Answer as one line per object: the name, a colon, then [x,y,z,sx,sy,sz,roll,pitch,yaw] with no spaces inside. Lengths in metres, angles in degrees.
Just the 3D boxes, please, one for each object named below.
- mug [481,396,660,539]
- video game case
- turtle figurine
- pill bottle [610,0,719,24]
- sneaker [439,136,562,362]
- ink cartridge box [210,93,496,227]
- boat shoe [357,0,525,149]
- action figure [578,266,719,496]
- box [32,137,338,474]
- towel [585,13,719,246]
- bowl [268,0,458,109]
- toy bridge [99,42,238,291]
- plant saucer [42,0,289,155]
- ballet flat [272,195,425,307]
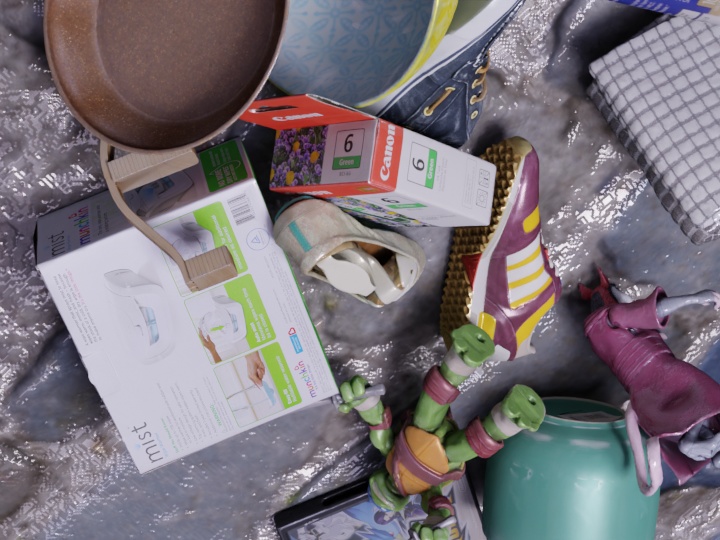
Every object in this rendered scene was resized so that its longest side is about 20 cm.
mug: [0.187,0.173,1.172,0.150,0.185,0.116,6,99,13]
video game case: [0.035,0.276,1.242,0.179,0.026,0.202,-21,118,-3]
turtle figurine: [0.040,0.146,1.077,0.198,0.145,0.194,18,128,-34]
pill bottle: [0.185,-0.256,0.968,0.197,0.120,0.121,11,113,-4]
sneaker: [0.128,-0.017,1.106,0.089,0.075,0.202,1,121,-21]
ink cartridge box: [-0.005,-0.075,0.974,0.199,0.108,0.051,15,80,-44]
boat shoe: [0.073,-0.156,0.999,0.090,0.071,0.200,27,136,-30]
action figure: [0.235,0.087,1.118,0.148,0.201,0.135,-27,149,-17]
box: [-0.134,0.030,1.045,0.175,0.097,0.202,-22,118,-2]
towel: [0.298,-0.134,1.036,0.199,0.167,0.086,-29,157,-2]
bowl: [0.000,-0.224,0.940,0.107,0.198,0.202,-29,130,-49]
toy bridge: [-0.151,-0.077,0.961,0.067,0.202,0.027,-21,163,-1]
plant saucer: [-0.130,-0.179,0.929,0.198,0.037,0.203,-1,88,23]
ballet flat: [0.000,0.000,1.033,0.067,0.063,0.199,-43,150,17]
